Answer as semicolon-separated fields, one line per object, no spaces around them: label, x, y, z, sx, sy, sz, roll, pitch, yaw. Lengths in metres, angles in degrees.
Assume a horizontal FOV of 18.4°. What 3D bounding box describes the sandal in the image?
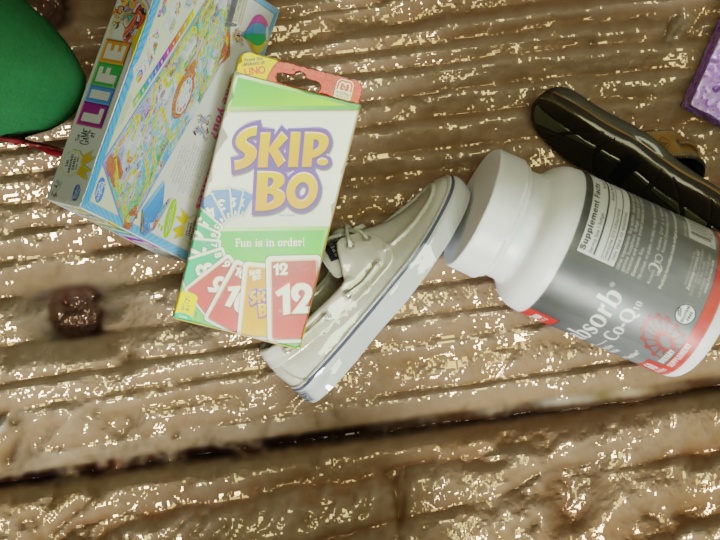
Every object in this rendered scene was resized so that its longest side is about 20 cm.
sandal;0.220;-0.082;1.695;0.200;0.082;0.055;35;61;-4

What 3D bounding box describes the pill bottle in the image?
pill bottle;0.171;-0.008;1.653;0.200;0.116;0.116;23;85;-11

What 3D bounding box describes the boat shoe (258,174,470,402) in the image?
boat shoe;0.000;0.000;1.641;0.070;0.071;0.200;39;89;-13

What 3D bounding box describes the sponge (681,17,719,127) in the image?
sponge;0.360;-0.133;1.739;0.200;0.030;0.112;27;85;-11

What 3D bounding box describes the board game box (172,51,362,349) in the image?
board game box;-0.065;-0.051;1.598;0.095;0.030;0.201;14;87;-5

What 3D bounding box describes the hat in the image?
hat;-0.203;-0.116;1.531;0.176;0.200;0.166;23;102;3

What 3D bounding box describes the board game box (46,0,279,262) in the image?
board game box;-0.138;-0.120;1.579;0.134;0.034;0.200;30;77;-54
